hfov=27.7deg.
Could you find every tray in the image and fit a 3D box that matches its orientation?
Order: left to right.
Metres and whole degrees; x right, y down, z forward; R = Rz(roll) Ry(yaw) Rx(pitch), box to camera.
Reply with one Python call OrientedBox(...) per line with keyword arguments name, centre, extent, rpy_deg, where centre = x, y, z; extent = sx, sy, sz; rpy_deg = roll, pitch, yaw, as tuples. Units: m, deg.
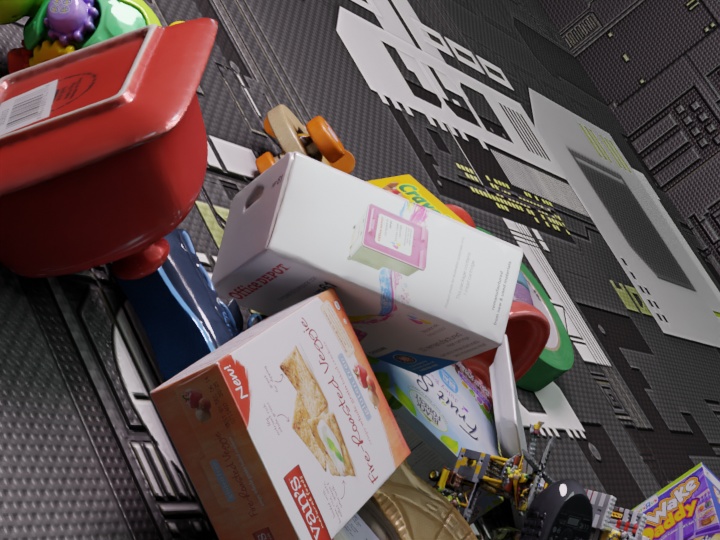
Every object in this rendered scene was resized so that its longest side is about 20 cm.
OrientedBox(name="tray", centre=(0.142, 0.165, 1.354), extent=(0.108, 0.022, 0.201), rpy_deg=(-93, 171, -46))

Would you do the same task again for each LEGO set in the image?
OrientedBox(name="LEGO set", centre=(0.147, 0.226, 1.179), extent=(0.200, 0.115, 0.155), rpy_deg=(42, 67, -38))

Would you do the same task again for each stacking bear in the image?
OrientedBox(name="stacking bear", centre=(0.112, 0.012, 1.551), extent=(0.121, 0.114, 0.201), rpy_deg=(29, 26, -46))

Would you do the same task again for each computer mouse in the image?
OrientedBox(name="computer mouse", centre=(0.124, 0.252, 1.106), extent=(0.058, 0.202, 0.034), rpy_deg=(24, -4, -44))

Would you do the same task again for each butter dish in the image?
OrientedBox(name="butter dish", centre=(-0.176, -0.061, 0.995), extent=(0.201, 0.198, 0.149), rpy_deg=(-86, 157, -59))

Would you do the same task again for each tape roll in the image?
OrientedBox(name="tape roll", centre=(0.168, 0.044, 1.690), extent=(0.200, 0.048, 0.201), rpy_deg=(43, 22, -22))

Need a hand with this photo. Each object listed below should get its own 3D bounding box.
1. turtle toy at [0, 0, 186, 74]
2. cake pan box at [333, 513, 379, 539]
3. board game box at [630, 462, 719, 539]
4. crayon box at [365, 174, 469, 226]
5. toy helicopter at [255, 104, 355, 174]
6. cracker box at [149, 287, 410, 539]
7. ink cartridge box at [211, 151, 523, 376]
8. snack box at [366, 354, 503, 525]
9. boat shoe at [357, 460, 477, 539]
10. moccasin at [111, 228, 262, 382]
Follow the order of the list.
OrientedBox(name="turtle toy", centre=(-0.224, -0.178, 1.129), extent=(0.200, 0.145, 0.101), rpy_deg=(50, 42, -4))
OrientedBox(name="cake pan box", centre=(0.000, 0.261, 0.982), extent=(0.200, 0.052, 0.184), rpy_deg=(50, 23, -4))
OrientedBox(name="board game box", centre=(0.238, 0.273, 1.250), extent=(0.045, 0.200, 0.135), rpy_deg=(42, 22, -20))
OrientedBox(name="crayon box", centre=(0.015, -0.028, 1.284), extent=(0.198, 0.051, 0.127), rpy_deg=(-11, 34, -29))
OrientedBox(name="toy helicopter", centre=(-0.035, -0.091, 1.480), extent=(0.200, 0.079, 0.133), rpy_deg=(50, 9, -36))
OrientedBox(name="cracker box", centre=(-0.045, 0.102, 0.962), extent=(0.135, 0.057, 0.200), rpy_deg=(65, 24, -4))
OrientedBox(name="ink cartridge box", centre=(0.000, 0.000, 1.114), extent=(0.199, 0.144, 0.085), rpy_deg=(23, 68, -17))
OrientedBox(name="snack box", centre=(0.037, 0.109, 1.280), extent=(0.200, 0.068, 0.169), rpy_deg=(44, 22, -19))
OrientedBox(name="boat shoe", centre=(0.024, 0.196, 1.108), extent=(0.201, 0.069, 0.074), rpy_deg=(52, 41, 8))
OrientedBox(name="moccasin", centre=(-0.110, 0.037, 1.051), extent=(0.068, 0.081, 0.201), rpy_deg=(-6, 59, -40))
